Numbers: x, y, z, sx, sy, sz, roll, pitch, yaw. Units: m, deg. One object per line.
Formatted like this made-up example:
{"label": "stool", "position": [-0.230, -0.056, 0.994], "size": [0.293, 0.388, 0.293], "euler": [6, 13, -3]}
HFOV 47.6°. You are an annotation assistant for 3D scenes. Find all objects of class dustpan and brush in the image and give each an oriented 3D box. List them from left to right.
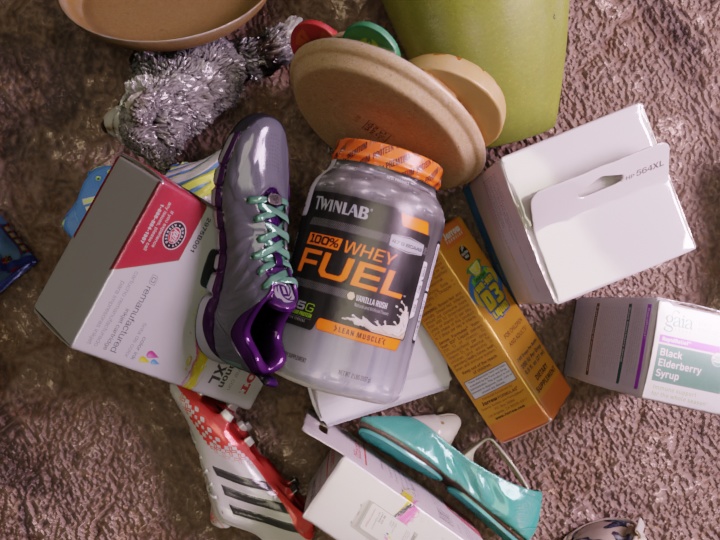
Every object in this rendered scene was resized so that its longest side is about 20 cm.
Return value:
{"label": "dustpan and brush", "position": [-0.002, 0.029, 0.783], "size": [0.137, 0.057, 0.203], "euler": [-15, 96, -12]}

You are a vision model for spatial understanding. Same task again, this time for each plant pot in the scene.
{"label": "plant pot", "position": [-0.172, -0.258, 0.742], "size": [0.196, 0.028, 0.202], "euler": [-1, 51, 2]}
{"label": "plant pot", "position": [0.113, -0.220, 0.737], "size": [0.184, 0.187, 0.203], "euler": [-16, 105, -2]}

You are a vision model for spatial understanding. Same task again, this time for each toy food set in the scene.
{"label": "toy food set", "position": [0.023, -0.140, 0.712], "size": [0.196, 0.200, 0.049], "euler": [28, 73, 4]}

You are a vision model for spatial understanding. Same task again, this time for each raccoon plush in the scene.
{"label": "raccoon plush", "position": [-0.134, -0.169, 0.717], "size": [0.198, 0.135, 0.097], "euler": [-32, 122, 7]}

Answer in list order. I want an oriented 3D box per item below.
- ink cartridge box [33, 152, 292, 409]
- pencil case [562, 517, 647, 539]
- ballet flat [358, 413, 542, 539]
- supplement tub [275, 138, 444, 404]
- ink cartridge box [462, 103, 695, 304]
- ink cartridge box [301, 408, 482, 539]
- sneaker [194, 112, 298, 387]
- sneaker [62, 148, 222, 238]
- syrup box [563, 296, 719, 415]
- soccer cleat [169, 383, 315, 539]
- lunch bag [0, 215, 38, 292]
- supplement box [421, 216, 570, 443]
{"label": "ink cartridge box", "position": [-0.146, 0.016, 0.699], "size": [0.082, 0.199, 0.147], "euler": [27, 87, 43]}
{"label": "pencil case", "position": [0.249, 0.337, 0.766], "size": [0.088, 0.078, 0.204], "euler": [-13, 89, 19]}
{"label": "ballet flat", "position": [0.091, 0.179, 0.777], "size": [0.199, 0.067, 0.071], "euler": [36, 72, -4]}
{"label": "supplement tub", "position": [0.000, 0.000, 0.689], "size": [0.120, 0.123, 0.203], "euler": [14, 88, -2]}
{"label": "ink cartridge box", "position": [0.183, -0.050, 0.711], "size": [0.127, 0.200, 0.127], "euler": [-22, 90, -2]}
{"label": "ink cartridge box", "position": [0.014, 0.215, 0.743], "size": [0.199, 0.116, 0.068], "euler": [36, 88, 0]}
{"label": "sneaker", "position": [-0.070, -0.015, 0.633], "size": [0.087, 0.074, 0.204], "euler": [21, 108, 41]}
{"label": "sneaker", "position": [-0.197, -0.075, 0.761], "size": [0.199, 0.076, 0.105], "euler": [-40, 90, -1]}
{"label": "syrup box", "position": [0.249, 0.070, 0.711], "size": [0.077, 0.200, 0.083], "euler": [11, 88, -2]}
{"label": "soccer cleat", "position": [-0.123, 0.190, 0.765], "size": [0.085, 0.069, 0.201], "euler": [-41, 94, -3]}
{"label": "lunch bag", "position": [-0.434, 0.001, 0.757], "size": [0.199, 0.094, 0.151], "euler": [-40, 91, 10]}
{"label": "supplement box", "position": [0.111, 0.054, 0.764], "size": [0.069, 0.066, 0.201], "euler": [-35, 89, 38]}
